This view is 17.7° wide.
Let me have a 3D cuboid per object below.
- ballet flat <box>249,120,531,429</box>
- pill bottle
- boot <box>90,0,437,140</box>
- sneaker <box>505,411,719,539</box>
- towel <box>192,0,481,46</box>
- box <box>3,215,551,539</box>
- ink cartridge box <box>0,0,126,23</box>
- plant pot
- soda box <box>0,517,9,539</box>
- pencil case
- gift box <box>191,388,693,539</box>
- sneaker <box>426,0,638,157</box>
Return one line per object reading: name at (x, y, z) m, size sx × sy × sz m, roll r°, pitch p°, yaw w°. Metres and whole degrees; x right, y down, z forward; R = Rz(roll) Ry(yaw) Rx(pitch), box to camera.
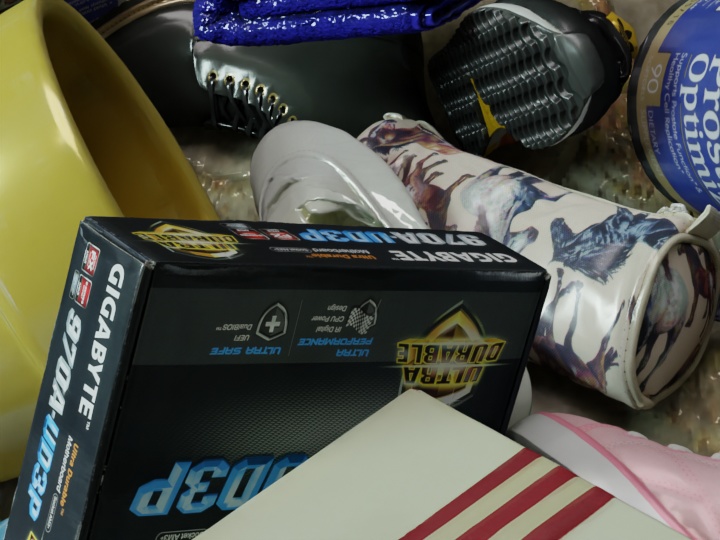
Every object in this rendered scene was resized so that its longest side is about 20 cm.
ballet flat at (0.000, 0.000, 1.006) m, size 0.069 × 0.070 × 0.200 m, roll -29°, pitch 58°, yaw -16°
pill bottle at (0.205, -0.068, 0.986) m, size 0.111 × 0.112 × 0.200 m, roll -29°, pitch 15°, yaw -16°
boot at (-0.059, -0.084, 1.186) m, size 0.198 × 0.078 × 0.139 m, roll -17°, pitch 43°, yaw 1°
sneaker at (0.149, 0.102, 0.889) m, size 0.104 × 0.076 × 0.200 m, roll -29°, pitch 41°, yaw -24°
towel at (0.028, -0.150, 1.134) m, size 0.147 × 0.050 × 0.200 m, roll -8°, pitch 14°, yaw 38°
box at (-0.031, 0.063, 0.859) m, size 0.199 × 0.160 × 0.046 m, roll 2°, pitch 21°, yaw -42°
ink cartridge box at (-0.215, -0.125, 1.191) m, size 0.197 × 0.200 × 0.047 m, roll -27°, pitch 73°, yaw -14°
plant pot at (-0.166, 0.011, 1.027) m, size 0.188 × 0.201 × 0.201 m, roll -30°, pitch 38°, yaw 9°
soda box at (-0.072, 0.113, 0.951) m, size 0.199 × 0.069 × 0.064 m, roll -28°, pitch 40°, yaw -16°
pencil case at (0.071, -0.010, 1.041) m, size 0.199 × 0.078 × 0.090 m, roll 23°, pitch 80°, yaw 39°
gift box at (0.005, 0.174, 0.775) m, size 0.186 × 0.186 × 0.199 m, roll -33°, pitch 37°, yaw -33°
sneaker at (0.096, -0.102, 1.089) m, size 0.090 × 0.070 × 0.200 m, roll -25°, pitch 3°, yaw -12°
